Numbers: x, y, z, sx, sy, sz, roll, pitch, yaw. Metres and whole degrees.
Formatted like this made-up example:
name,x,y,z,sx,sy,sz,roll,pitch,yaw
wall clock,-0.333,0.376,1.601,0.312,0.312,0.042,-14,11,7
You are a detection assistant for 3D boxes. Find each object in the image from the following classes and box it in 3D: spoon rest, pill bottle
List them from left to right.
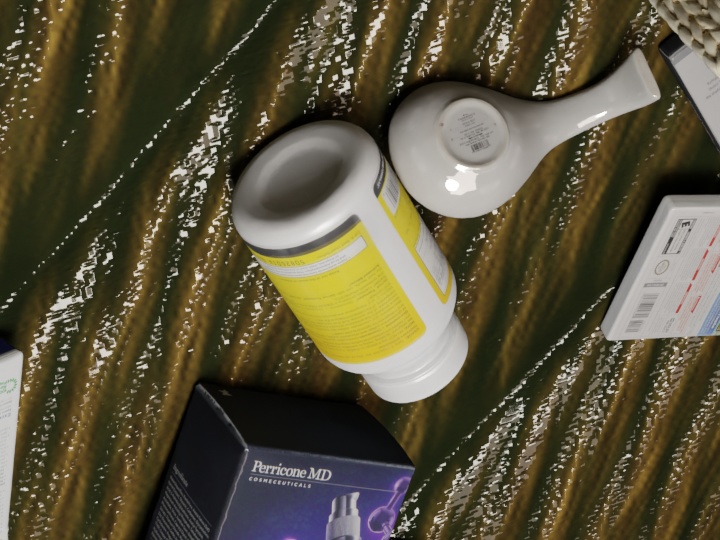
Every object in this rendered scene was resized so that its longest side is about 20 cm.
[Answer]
name,x,y,z,sx,sy,sz,roll,pitch,yaw
pill bottle,0.000,0.000,1.449,0.112,0.112,0.200,-33,129,-1
spoon rest,0.111,-0.100,1.461,0.199,0.100,0.061,-19,170,-18

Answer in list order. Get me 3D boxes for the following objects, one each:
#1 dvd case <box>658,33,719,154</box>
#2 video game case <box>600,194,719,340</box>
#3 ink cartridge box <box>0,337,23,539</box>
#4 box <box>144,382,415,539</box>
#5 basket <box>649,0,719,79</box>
name,x,y,z,sx,sy,sz,roll,pitch,yaw
dvd case,0.325,-0.142,1.563,0.150,0.025,0.200,-37,129,2
video game case,0.299,-0.003,1.628,0.199,0.018,0.144,-1,135,-24
ink cartridge box,-0.319,0.160,1.403,0.199,0.040,0.201,-22,131,-44
box,-0.070,0.199,1.537,0.147,0.104,0.201,9,109,-30
basket,0.312,-0.159,1.444,0.123,0.136,0.200,-45,128,13
